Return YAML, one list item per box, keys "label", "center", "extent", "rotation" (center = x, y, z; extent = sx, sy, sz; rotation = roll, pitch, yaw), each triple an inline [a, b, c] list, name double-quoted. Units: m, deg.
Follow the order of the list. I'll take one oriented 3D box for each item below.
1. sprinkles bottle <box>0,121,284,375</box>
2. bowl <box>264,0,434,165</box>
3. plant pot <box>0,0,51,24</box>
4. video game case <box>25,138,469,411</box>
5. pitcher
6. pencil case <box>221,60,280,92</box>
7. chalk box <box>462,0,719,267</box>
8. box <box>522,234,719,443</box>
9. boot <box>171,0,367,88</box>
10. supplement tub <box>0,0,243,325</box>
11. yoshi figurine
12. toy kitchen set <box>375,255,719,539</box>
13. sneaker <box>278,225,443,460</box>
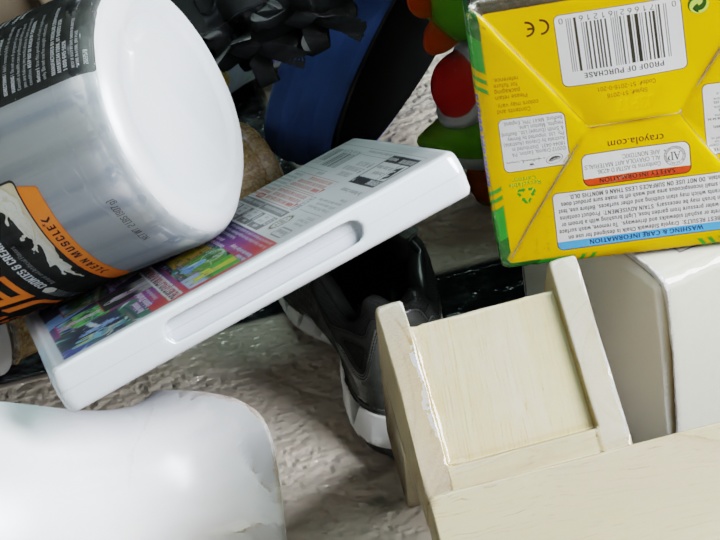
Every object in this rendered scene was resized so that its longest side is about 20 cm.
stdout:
- label: "sprinkles bottle"
  center: [-0.131, -0.010, 1.120]
  extent: [0.199, 0.069, 0.068]
  rotation: [-27, 36, -27]
- label: "bowl"
  center: [0.017, -0.141, 1.186]
  extent: [0.039, 0.201, 0.201]
  rotation: [31, 43, 9]
- label: "plant pot"
  center: [-0.202, -0.143, 1.075]
  extent: [0.173, 0.201, 0.200]
  rotation: [-24, 32, 3]
- label: "video game case"
  center: [-0.056, -0.004, 0.953]
  extent: [0.181, 0.023, 0.200]
  rotation: [-29, 10, -7]
- label: "pitcher"
  center: [-0.155, 0.105, 0.917]
  extent: [0.199, 0.122, 0.171]
  rotation: [-15, 12, -30]
- label: "pencil case"
  center: [-0.125, -0.126, 1.289]
  extent: [0.199, 0.083, 0.091]
  rotation: [-30, 60, -32]
- label: "chalk box"
  center: [0.107, -0.108, 0.962]
  extent: [0.124, 0.124, 0.200]
  rotation: [-7, 30, 5]
- label: "box"
  center: [0.186, -0.010, 1.003]
  extent: [0.199, 0.110, 0.128]
  rotation: [-21, 33, -19]
- label: "boot"
  center: [-0.026, -0.196, 1.071]
  extent: [0.162, 0.073, 0.200]
  rotation: [-22, 59, 41]
- label: "supplement tub"
  center: [-0.162, -0.040, 0.978]
  extent: [0.199, 0.123, 0.123]
  rotation: [-21, 26, 24]
- label: "yoshi figurine"
  center: [0.087, -0.122, 1.114]
  extent: [0.112, 0.201, 0.112]
  rotation: [-1, 39, 20]
- label: "toy kitchen set"
  center: [0.110, 0.111, 0.866]
  extent: [0.162, 0.181, 0.201]
  rotation: [-14, 72, -3]
- label: "sneaker"
  center: [0.000, 0.000, 1.050]
  extent: [0.066, 0.091, 0.200]
  rotation: [-14, 32, -11]
